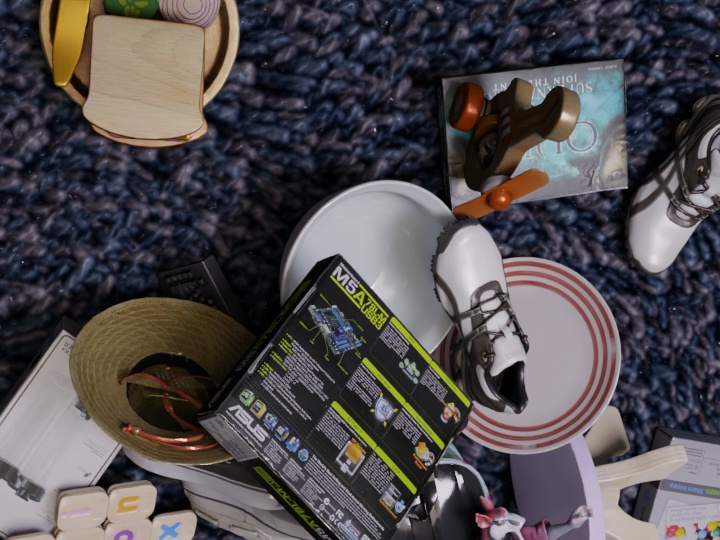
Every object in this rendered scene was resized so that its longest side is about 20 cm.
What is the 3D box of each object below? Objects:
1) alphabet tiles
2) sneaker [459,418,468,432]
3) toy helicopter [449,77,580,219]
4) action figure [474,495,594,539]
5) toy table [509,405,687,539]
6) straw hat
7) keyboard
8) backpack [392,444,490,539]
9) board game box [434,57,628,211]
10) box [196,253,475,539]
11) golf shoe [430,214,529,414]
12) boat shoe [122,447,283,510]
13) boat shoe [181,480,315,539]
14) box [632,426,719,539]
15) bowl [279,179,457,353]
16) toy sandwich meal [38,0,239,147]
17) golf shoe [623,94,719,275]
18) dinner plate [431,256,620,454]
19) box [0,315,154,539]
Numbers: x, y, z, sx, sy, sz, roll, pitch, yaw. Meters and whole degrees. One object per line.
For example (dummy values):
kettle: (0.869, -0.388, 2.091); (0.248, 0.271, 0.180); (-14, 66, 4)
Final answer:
alphabet tiles: (-0.258, 0.296, 1.144); (0.194, 0.015, 0.202); (-3, 118, -32)
sneaker: (0.010, 0.142, 1.126); (0.198, 0.081, 0.075); (1, 64, -20)
toy helicopter: (0.142, -0.116, 1.069); (0.078, 0.200, 0.134); (17, 79, -16)
action figure: (0.159, 0.303, 1.127); (0.133, 0.148, 0.201); (-33, 96, -32)
toy table: (0.244, 0.226, 1.219); (0.116, 0.184, 0.202); (2, 68, -24)
straw hat: (-0.174, 0.124, 1.053); (0.199, 0.202, 0.086); (7, 129, -15)
keyboard: (-0.112, 0.078, 1.132); (0.126, 0.021, 0.201); (-15, 110, 33)
backpack: (0.049, 0.265, 1.180); (0.176, 0.151, 0.202); (-18, 115, -11)
board game box: (0.177, -0.139, 1.194); (0.197, 0.028, 0.137); (-9, 103, -12)
box: (-0.015, 0.122, 1.022); (0.200, 0.047, 0.194); (47, 55, -16)
golf shoe: (0.126, 0.045, 1.109); (0.077, 0.094, 0.202); (-25, 118, -20)
boat shoe: (-0.144, 0.166, 1.108); (0.070, 0.198, 0.067); (-13, 114, -54)
boat shoe: (-0.094, 0.234, 1.133); (0.072, 0.198, 0.066); (-42, 133, -49)
box: (0.387, 0.289, 1.330); (0.154, 0.041, 0.202); (11, 99, -16)
bowl: (0.000, 0.000, 1.135); (0.199, 0.090, 0.204); (-9, 112, -23)
toy sandwich meal: (-0.200, -0.214, 1.061); (0.203, 0.070, 0.208); (-3, 102, -14)
golf shoe: (0.342, -0.085, 1.205); (0.077, 0.094, 0.202); (21, 97, -18)
dinner plate: (0.166, 0.087, 1.196); (0.198, 0.024, 0.203); (-3, 78, 13)
box: (-0.297, 0.160, 1.119); (0.116, 0.060, 0.201); (34, 91, -18)
